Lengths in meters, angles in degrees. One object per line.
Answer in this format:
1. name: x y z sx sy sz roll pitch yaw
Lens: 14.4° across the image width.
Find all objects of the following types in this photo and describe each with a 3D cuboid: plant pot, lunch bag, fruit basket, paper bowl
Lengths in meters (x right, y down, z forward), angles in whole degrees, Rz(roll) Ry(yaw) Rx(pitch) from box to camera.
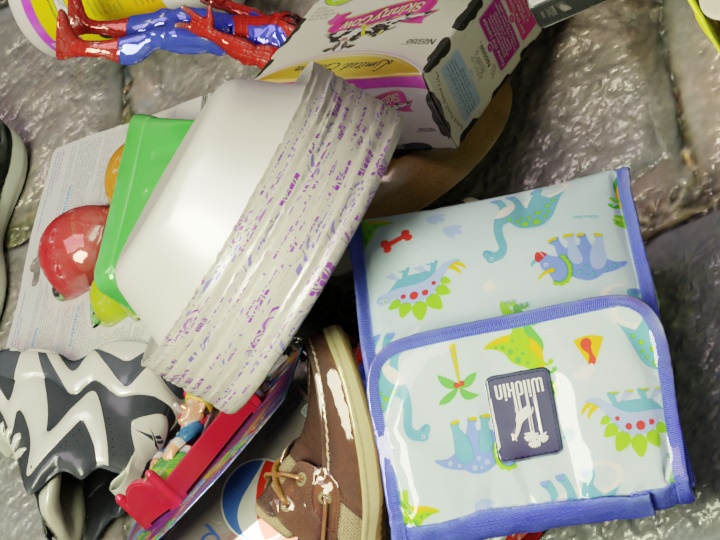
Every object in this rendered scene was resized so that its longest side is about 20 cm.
1. plant pot: 0.000 -0.087 1.803 0.199 0.028 0.200 -21 31 13
2. lunch bag: 0.088 0.057 1.584 0.169 0.128 0.201 -11 53 6
3. fruit basket: -0.155 -0.020 1.916 0.200 0.094 0.186 -20 51 45
4. paper bowl: -0.067 -0.027 1.633 0.201 0.104 0.201 -58 8 12

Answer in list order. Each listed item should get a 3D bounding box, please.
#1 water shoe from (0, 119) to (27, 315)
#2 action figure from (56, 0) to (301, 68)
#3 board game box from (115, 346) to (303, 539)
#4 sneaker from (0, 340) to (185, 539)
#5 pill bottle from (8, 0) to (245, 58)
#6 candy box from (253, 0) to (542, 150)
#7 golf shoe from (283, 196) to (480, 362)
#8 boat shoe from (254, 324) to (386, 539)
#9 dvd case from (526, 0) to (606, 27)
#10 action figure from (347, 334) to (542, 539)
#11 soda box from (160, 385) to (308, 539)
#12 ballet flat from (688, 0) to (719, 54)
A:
1. water shoe: -0.294 -0.025 2.026 0.071 0.079 0.201 -14 55 33
2. action figure: -0.100 -0.161 1.907 0.199 0.052 0.065 6 24 3
3. board game box: -0.106 0.104 1.730 0.158 0.039 0.200 -46 5 11
4. sneaker: -0.210 0.123 1.859 0.198 0.080 0.130 -5 52 27
5. pill bottle: -0.147 -0.215 2.006 0.199 0.104 0.105 -9 58 37
6. candy box: 0.040 -0.157 1.788 0.136 0.061 0.200 0 41 37
7. golf shoe: 0.000 0.000 1.780 0.199 0.078 0.095 -5 43 37
8. boat shoe: -0.025 0.132 1.629 0.072 0.201 0.072 -6 16 -5
9. dvd case: 0.182 -0.239 1.723 0.199 0.025 0.151 -23 46 11
10. action figure: 0.033 0.095 1.685 0.052 0.066 0.200 -35 44 -6
11. soda box: -0.072 0.166 1.714 0.200 0.063 0.070 -47 71 6
12. ballet flat: 0.238 -0.118 1.645 0.067 0.067 0.200 -39 45 12
